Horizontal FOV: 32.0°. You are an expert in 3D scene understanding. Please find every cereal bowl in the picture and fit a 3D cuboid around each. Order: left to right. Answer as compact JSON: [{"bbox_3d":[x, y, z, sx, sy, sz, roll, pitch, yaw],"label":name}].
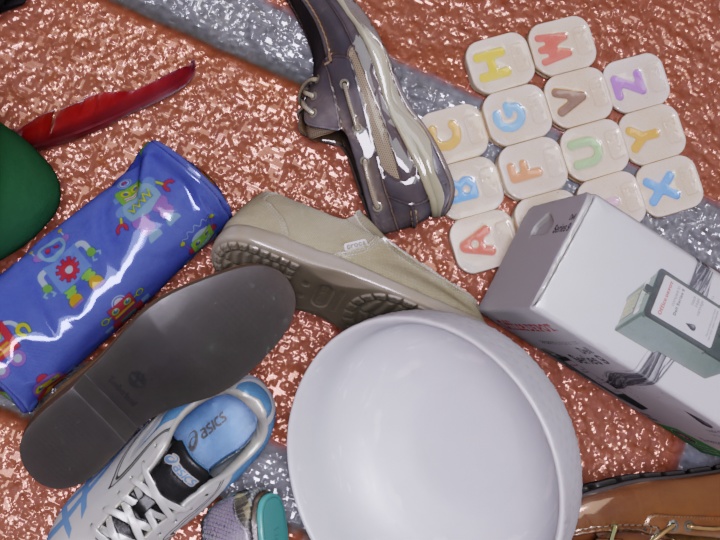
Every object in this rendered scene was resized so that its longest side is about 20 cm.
[{"bbox_3d":[0.054,0.121,0.801,0.198,0.083,0.203,5,99,32],"label":"cereal bowl"}]

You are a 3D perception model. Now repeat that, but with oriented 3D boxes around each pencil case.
[{"bbox_3d":[-0.178,0.000,0.824,0.200,0.078,0.087,-44,70,-11],"label":"pencil case"}]

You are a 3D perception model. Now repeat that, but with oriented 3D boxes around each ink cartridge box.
[{"bbox_3d":[0.190,0.041,0.817,0.199,0.146,0.085,31,83,-6],"label":"ink cartridge box"}]

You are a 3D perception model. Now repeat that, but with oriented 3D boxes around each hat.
[{"bbox_3d":[-0.225,-0.046,0.851,0.199,0.175,0.168,-26,68,33],"label":"hat"}]

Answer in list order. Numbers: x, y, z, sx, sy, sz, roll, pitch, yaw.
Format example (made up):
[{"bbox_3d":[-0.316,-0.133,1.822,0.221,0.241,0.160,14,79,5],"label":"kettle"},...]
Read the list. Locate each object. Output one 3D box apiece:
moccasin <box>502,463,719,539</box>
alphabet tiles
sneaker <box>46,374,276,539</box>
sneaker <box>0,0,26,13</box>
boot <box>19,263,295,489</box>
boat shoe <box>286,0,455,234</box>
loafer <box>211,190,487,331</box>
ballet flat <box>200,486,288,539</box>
[{"bbox_3d":[0.191,0.178,0.846,0.198,0.074,0.079,-4,73,-16],"label":"moccasin"},{"bbox_3d":[0.146,-0.080,0.906,0.193,0.015,0.203,-15,84,-9],"label":"alphabet tiles"},{"bbox_3d":[-0.135,0.142,0.810,0.072,0.072,0.200,44,80,0],"label":"sneaker"},{"bbox_3d":[-0.245,-0.270,0.861,0.113,0.076,0.202,9,83,-7],"label":"sneaker"},{"bbox_3d":[-0.132,0.055,0.807,0.199,0.075,0.074,-34,106,0],"label":"boot"},{"bbox_3d":[-0.009,-0.116,0.864,0.073,0.075,0.202,-29,81,-6],"label":"boat shoe"},{"bbox_3d":[0.000,0.000,0.840,0.198,0.076,0.069,24,54,-15],"label":"loafer"},{"bbox_3d":[-0.068,0.245,0.812,0.071,0.072,0.203,-10,82,-8],"label":"ballet flat"}]
